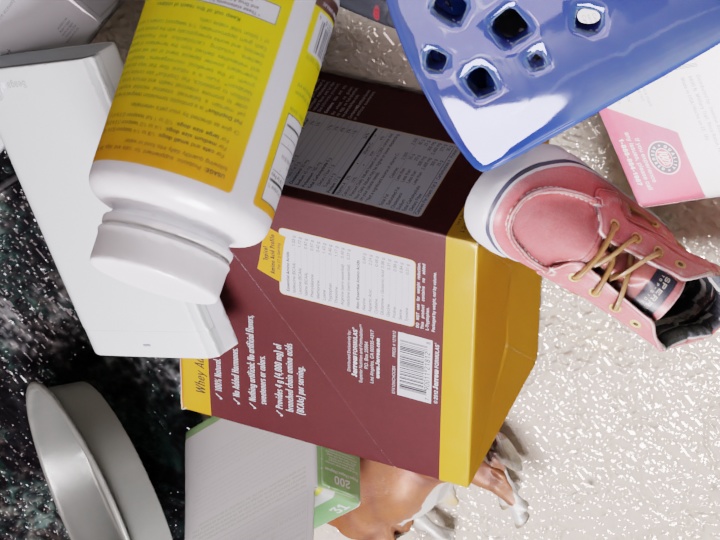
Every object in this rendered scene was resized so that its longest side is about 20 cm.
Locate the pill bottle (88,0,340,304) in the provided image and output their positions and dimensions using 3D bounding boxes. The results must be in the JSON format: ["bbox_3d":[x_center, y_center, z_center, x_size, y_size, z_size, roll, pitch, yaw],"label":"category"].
[{"bbox_3d":[-0.089,-0.087,1.516,0.109,0.201,0.109,17,170,3],"label":"pill bottle"}]

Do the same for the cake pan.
[{"bbox_3d":[-0.180,0.165,1.869,0.200,0.037,0.201,55,159,33],"label":"cake pan"}]

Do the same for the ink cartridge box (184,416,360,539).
[{"bbox_3d":[-0.062,0.175,1.781,0.048,0.201,0.145,22,142,-35],"label":"ink cartridge box"}]

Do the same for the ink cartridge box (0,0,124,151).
[{"bbox_3d":[-0.260,-0.177,1.682,0.175,0.084,0.200,40,132,-7],"label":"ink cartridge box"}]

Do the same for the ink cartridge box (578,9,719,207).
[{"bbox_3d":[0.230,-0.126,1.470,0.199,0.083,0.147,-8,121,32],"label":"ink cartridge box"}]

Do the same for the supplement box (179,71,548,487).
[{"bbox_3d":[0.000,0.000,1.653,0.199,0.133,0.198,14,131,17],"label":"supplement box"}]

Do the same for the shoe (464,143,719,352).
[{"bbox_3d":[0.145,-0.011,1.532,0.091,0.200,0.072,40,102,34],"label":"shoe"}]

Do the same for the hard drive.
[{"bbox_3d":[-0.157,-0.040,1.618,0.132,0.026,0.200,0,118,49],"label":"hard drive"}]

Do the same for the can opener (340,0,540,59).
[{"bbox_3d":[0.023,-0.163,1.561,0.199,0.063,0.079,22,133,10],"label":"can opener"}]

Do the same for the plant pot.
[{"bbox_3d":[0.092,-0.204,1.363,0.200,0.200,0.180,-29,117,21],"label":"plant pot"}]

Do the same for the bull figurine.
[{"bbox_3d":[0.028,0.151,1.804,0.121,0.065,0.200,41,135,-13],"label":"bull figurine"}]
